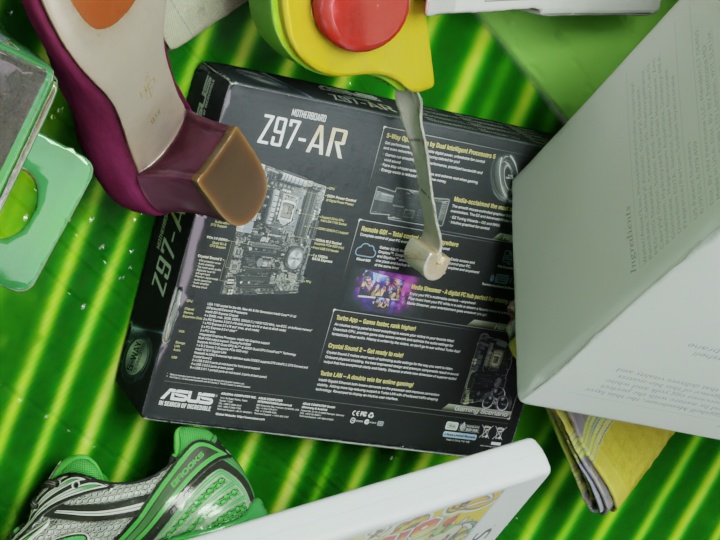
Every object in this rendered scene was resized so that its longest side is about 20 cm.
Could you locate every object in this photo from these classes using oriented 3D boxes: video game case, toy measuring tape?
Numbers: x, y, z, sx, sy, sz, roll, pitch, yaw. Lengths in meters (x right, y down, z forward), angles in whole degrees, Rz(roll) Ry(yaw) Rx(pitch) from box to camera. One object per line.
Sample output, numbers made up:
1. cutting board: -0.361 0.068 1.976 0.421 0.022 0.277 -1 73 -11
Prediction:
1. video game case: -0.028 0.154 0.896 0.199 0.023 0.182 -12 150 -33
2. toy measuring tape: -0.006 -0.083 0.829 0.073 0.074 0.201 -17 116 -18

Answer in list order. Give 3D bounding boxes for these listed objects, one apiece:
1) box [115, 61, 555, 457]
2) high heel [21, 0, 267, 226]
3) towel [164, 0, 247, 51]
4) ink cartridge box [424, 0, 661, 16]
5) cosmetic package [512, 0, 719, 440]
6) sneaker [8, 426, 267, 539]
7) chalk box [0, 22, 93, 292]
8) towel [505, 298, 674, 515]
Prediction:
1. box: 0.000 0.000 0.917 0.199 0.044 0.161 8 105 -28
2. high heel: -0.114 -0.094 0.777 0.067 0.096 0.201 -49 135 -27
3. towel: -0.057 -0.222 0.819 0.200 0.035 0.193 -38 123 -10
4. ink cartridge box: 0.085 -0.212 0.842 0.176 0.045 0.202 -9 114 -46
5. cosmetic package: 0.196 -0.017 0.836 0.198 0.124 0.200 12 148 -20
6. sneaker: -0.140 0.137 0.897 0.199 0.078 0.086 -23 79 -7
7. chalk box: -0.204 -0.057 0.755 0.199 0.124 0.125 25 96 -31
8. towel: 0.155 0.014 0.976 0.200 0.023 0.144 -45 128 -22
